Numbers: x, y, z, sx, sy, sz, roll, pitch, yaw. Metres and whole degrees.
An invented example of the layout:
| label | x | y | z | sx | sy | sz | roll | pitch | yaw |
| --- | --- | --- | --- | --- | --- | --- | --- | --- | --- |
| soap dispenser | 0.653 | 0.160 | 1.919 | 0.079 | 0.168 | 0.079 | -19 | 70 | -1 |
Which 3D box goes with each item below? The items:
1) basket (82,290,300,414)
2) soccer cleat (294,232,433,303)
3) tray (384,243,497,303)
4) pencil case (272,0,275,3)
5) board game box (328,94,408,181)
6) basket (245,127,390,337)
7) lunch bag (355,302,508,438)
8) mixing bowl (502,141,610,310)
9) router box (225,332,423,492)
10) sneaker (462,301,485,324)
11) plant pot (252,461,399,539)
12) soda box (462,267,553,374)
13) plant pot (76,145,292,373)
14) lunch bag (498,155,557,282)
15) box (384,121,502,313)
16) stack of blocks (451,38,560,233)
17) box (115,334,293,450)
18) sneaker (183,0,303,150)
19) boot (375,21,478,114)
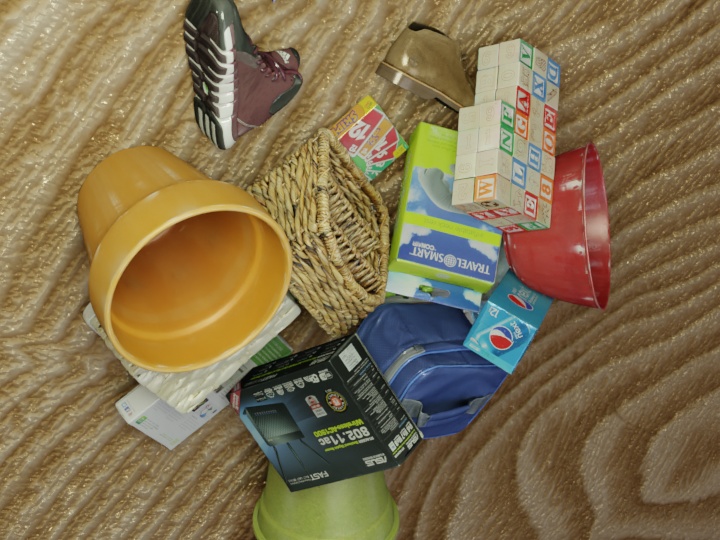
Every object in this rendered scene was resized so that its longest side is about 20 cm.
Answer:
| label | x | y | z | sx | sy | sz | roll | pitch | yaw |
| --- | --- | --- | --- | --- | --- | --- | --- | --- | --- |
| basket | -0.184 | 0.046 | 1.585 | 0.200 | 0.123 | 0.136 | -41 | 142 | 1 |
| soccer cleat | 0.000 | 0.000 | 1.709 | 0.200 | 0.081 | 0.068 | -8 | 165 | 19 |
| tray | 0.071 | 0.009 | 1.763 | 0.200 | 0.022 | 0.107 | -2 | 138 | 4 |
| pencil case | -0.008 | -0.331 | 1.396 | 0.200 | 0.088 | 0.088 | -26 | 140 | -19 |
| board game box | -0.042 | -0.107 | 1.636 | 0.200 | 0.030 | 0.096 | -39 | 143 | 2 |
| basket | -0.028 | -0.033 | 1.581 | 0.149 | 0.143 | 0.200 | -38 | 144 | 0 |
| lunch bag | 0.074 | 0.128 | 1.726 | 0.200 | 0.132 | 0.136 | -1 | 131 | -46 |
| mixing bowl | 0.232 | -0.048 | 1.695 | 0.108 | 0.200 | 0.200 | -4 | 146 | 18 |
| router box | -0.045 | 0.170 | 1.657 | 0.200 | 0.150 | 0.062 | -22 | -163 | 45 |
| sneaker | 0.164 | 0.093 | 1.965 | 0.090 | 0.078 | 0.200 | -28 | 141 | -21 |
| plant pot | -0.046 | 0.262 | 1.883 | 0.200 | 0.200 | 0.184 | -18 | 125 | -27 |
| soda box | 0.180 | 0.055 | 1.685 | 0.064 | 0.068 | 0.200 | -62 | 173 | 16 |
| plant pot | -0.198 | -0.030 | 1.443 | 0.200 | 0.183 | 0.200 | -19 | 134 | -21 |
| lunch bag | 0.167 | -0.085 | 1.790 | 0.160 | 0.077 | 0.200 | 15 | 116 | -44 |
| box | 0.104 | -0.062 | 1.643 | 0.122 | 0.200 | 0.048 | 13 | 160 | -9 |
| stack of blocks | 0.166 | -0.155 | 1.600 | 0.115 | 0.059 | 0.200 | 23 | 68 | -47 |
| box | -0.185 | 0.129 | 1.714 | 0.200 | 0.036 | 0.144 | -38 | 156 | -2 |
| sneaker | -0.112 | -0.220 | 1.437 | 0.115 | 0.076 | 0.200 | -28 | 151 | -23 |
| boot | 0.107 | -0.222 | 1.617 | 0.200 | 0.074 | 0.076 | 18 | 102 | -47 |
